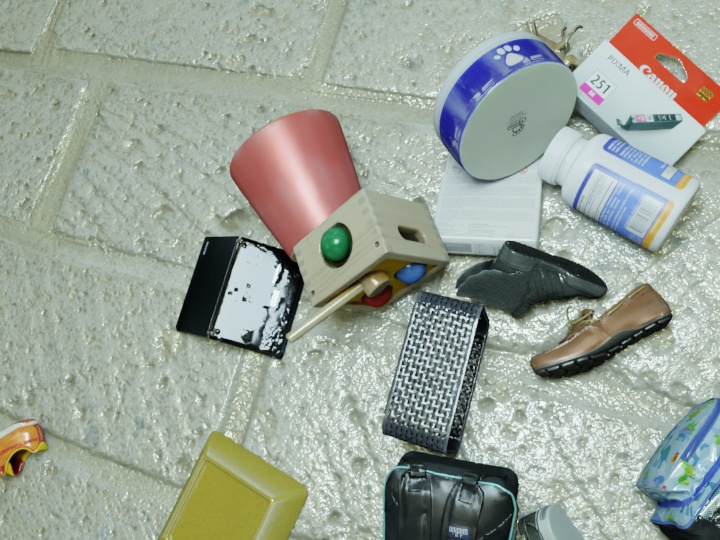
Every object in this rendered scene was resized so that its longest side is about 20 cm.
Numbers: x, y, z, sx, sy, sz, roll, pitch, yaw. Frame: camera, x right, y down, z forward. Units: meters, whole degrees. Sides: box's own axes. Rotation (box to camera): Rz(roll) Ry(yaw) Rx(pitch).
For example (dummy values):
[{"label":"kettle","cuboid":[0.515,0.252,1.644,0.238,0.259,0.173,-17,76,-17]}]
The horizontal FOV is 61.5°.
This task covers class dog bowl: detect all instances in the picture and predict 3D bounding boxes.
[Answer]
[{"label":"dog bowl","cuboid":[0.209,-0.234,0.881,0.199,0.200,0.079,-33,55,5]}]

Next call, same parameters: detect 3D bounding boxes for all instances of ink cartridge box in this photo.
[{"label":"ink cartridge box","cuboid":[0.205,-0.117,0.957,0.159,0.050,0.202,3,57,18]},{"label":"ink cartridge box","cuboid":[0.427,-0.265,0.896,0.174,0.044,0.200,-45,82,1]}]

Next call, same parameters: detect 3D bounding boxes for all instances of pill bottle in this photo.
[{"label":"pill bottle","cuboid":[0.360,-0.124,0.863,0.199,0.112,0.113,36,87,24]}]

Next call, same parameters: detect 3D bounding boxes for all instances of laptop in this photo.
[{"label":"laptop","cuboid":[-0.206,0.042,1.048,0.197,0.103,0.180,16,79,-5]}]

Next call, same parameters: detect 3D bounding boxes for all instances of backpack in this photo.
[{"label":"backpack","cuboid":[0.114,0.345,0.775,0.173,0.153,0.203,3,84,17]},{"label":"backpack","cuboid":[0.429,0.233,0.697,0.200,0.183,0.147,-44,67,-5]}]

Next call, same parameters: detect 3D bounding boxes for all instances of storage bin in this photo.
[{"label":"storage bin","cuboid":[0.109,0.145,0.848,0.093,0.135,0.203,13,78,20]}]

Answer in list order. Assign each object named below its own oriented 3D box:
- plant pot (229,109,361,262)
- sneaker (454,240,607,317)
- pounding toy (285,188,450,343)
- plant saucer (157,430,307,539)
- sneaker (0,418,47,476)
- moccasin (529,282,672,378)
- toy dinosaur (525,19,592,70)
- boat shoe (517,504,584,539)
[{"label":"plant pot","cuboid":[-0.086,-0.124,0.973,0.199,0.200,0.179,-29,77,7]},{"label":"sneaker","cuboid":[0.246,0.025,0.881,0.197,0.060,0.105,21,117,-5]},{"label":"pounding toy","cuboid":[0.000,0.000,0.874,0.183,0.199,0.144,-36,64,33]},{"label":"plant saucer","cuboid":[-0.208,0.381,0.927,0.198,0.048,0.202,23,83,22]},{"label":"sneaker","cuboid":[-0.647,0.339,1.067,0.198,0.073,0.078,-31,77,9]},{"label":"moccasin","cuboid":[0.322,0.083,0.836,0.200,0.074,0.078,-33,58,9]},{"label":"toy dinosaur","cuboid":[0.326,-0.325,0.976,0.100,0.058,0.203,-22,64,27]},{"label":"boat shoe","cuboid":[0.273,0.398,0.766,0.064,0.070,0.202,-41,71,37]}]
